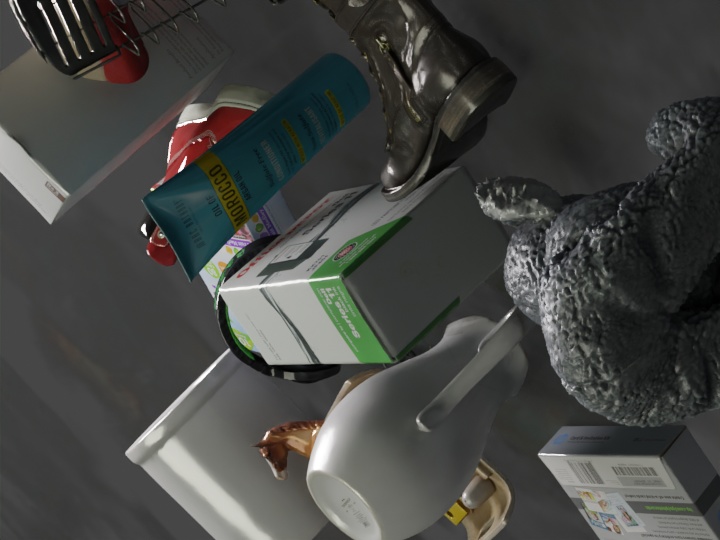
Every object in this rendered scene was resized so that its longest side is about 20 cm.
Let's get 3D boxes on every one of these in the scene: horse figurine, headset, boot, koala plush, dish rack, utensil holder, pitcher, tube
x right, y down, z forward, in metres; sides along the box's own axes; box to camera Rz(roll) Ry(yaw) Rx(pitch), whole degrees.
[{"bbox_3d":[0.009,0.165,1.399,0.200,0.050,0.133,-36,85,30],"label":"horse figurine"},{"bbox_3d":[-0.031,0.049,1.336,0.199,0.124,0.094,24,-172,-18],"label":"headset"},{"bbox_3d":[0.017,-0.154,1.055,0.174,0.069,0.200,50,150,7],"label":"boot"},{"bbox_3d":[0.156,0.001,0.954,0.178,0.184,0.200,58,163,-21],"label":"koala plush"},{"bbox_3d":[-0.149,-0.224,1.048,0.055,0.199,0.154,40,157,49],"label":"dish rack"},{"bbox_3d":[-0.123,0.206,1.631,0.200,0.170,0.170,45,154,-2],"label":"utensil holder"},{"bbox_3d":[0.056,0.114,1.200,0.121,0.200,0.172,42,152,8],"label":"pitcher"},{"bbox_3d":[-0.120,-0.072,1.252,0.072,0.145,0.200,28,164,-23],"label":"boot"},{"bbox_3d":[-0.075,-0.084,1.120,0.050,0.200,0.078,11,139,50],"label":"tube"}]

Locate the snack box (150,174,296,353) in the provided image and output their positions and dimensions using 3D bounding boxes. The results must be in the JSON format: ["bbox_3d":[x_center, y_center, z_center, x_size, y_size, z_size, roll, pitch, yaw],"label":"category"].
[{"bbox_3d":[-0.099,-0.005,1.429,0.142,0.053,0.201,13,139,50],"label":"snack box"}]

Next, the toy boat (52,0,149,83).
[{"bbox_3d":[-0.165,-0.240,1.139,0.131,0.130,0.201,-118,34,-65],"label":"toy boat"}]

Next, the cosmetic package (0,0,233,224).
[{"bbox_3d":[-0.214,-0.147,1.237,0.113,0.200,0.081,48,154,-3],"label":"cosmetic package"}]

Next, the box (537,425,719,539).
[{"bbox_3d":[0.252,0.212,1.224,0.200,0.041,0.156,55,153,-13],"label":"box"}]

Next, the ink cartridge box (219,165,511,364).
[{"bbox_3d":[0.000,0.000,1.185,0.083,0.147,0.200,56,151,-16],"label":"ink cartridge box"}]

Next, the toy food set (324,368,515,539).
[{"bbox_3d":[0.051,0.193,1.471,0.200,0.060,0.144,43,153,9],"label":"toy food set"}]
